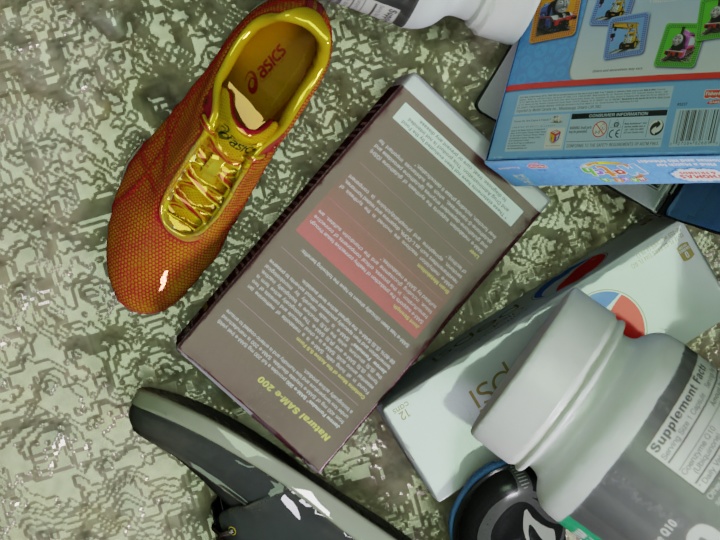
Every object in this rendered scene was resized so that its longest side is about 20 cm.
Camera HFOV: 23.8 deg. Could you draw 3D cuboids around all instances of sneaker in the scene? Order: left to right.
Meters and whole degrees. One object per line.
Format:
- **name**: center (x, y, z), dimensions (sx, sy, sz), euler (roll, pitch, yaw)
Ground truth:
- **sneaker**: center (-0.084, -0.064, 0.935), dimensions (0.072, 0.077, 0.201), euler (28, 101, -9)
- **sneaker**: center (-0.063, 0.154, 0.956), dimensions (0.199, 0.075, 0.107), euler (35, 88, -9)
- **sneaker**: center (0.095, 0.194, 0.954), dimensions (0.070, 0.083, 0.202), euler (-11, 113, -17)

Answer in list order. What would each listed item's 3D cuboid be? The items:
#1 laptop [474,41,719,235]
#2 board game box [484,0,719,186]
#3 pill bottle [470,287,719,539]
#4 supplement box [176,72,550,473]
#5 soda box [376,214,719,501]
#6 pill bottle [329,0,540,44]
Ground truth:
- **laptop**: center (0.179, -0.132, 0.907), dimensions (0.199, 0.116, 0.188), euler (32, 90, 18)
- **board game box**: center (0.156, -0.143, 0.900), dimensions (0.036, 0.150, 0.202), euler (30, 70, -44)
- **pill bottle**: center (0.163, 0.105, 0.883), dimensions (0.199, 0.113, 0.114), euler (36, 90, 4)
- **supplement box**: center (0.000, 0.000, 0.960), dimensions (0.109, 0.061, 0.200), euler (42, 88, -7)
- **soda box**: center (0.107, 0.047, 0.971), dimensions (0.199, 0.068, 0.064), euler (-33, 96, -3)
- **pill bottle**: center (0.005, -0.198, 0.917), dimensions (0.198, 0.116, 0.118), euler (18, 92, -7)
